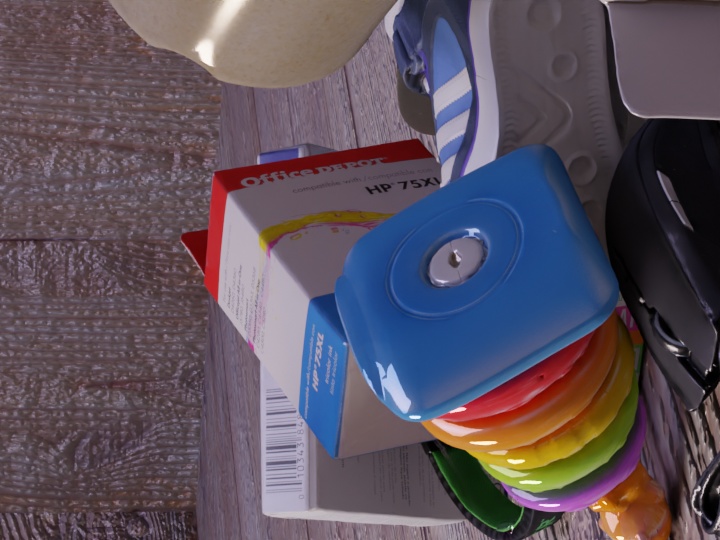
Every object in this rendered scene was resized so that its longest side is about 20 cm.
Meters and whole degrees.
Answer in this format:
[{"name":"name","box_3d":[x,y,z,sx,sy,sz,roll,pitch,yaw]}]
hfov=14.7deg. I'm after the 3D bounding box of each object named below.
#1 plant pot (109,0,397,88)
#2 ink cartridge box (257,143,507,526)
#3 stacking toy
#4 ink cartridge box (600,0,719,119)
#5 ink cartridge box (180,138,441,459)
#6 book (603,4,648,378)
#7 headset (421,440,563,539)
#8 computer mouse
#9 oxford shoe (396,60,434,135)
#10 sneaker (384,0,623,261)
[{"name":"plant pot","box_3d":[-0.024,-0.183,1.152,0.184,0.199,0.201,122,151,-46]},{"name":"ink cartridge box","box_3d":[0.013,0.041,1.555,0.199,0.040,0.201,12,-105,-55]},{"name":"stacking toy","box_3d":[0.081,0.057,1.174,0.200,0.109,0.116,54,-169,-40]},{"name":"ink cartridge box","box_3d":[0.127,-0.143,0.853,0.067,0.116,0.201,105,163,-55]},{"name":"ink cartridge box","box_3d":[0.000,0.000,1.342,0.200,0.115,0.068,-130,37,-48]},{"name":"book","box_3d":[0.102,-0.057,1.290,0.134,0.048,0.201,-127,35,-53]},{"name":"headset","box_3d":[0.041,0.051,1.468,0.123,0.093,0.201,-23,88,66]},{"name":"computer mouse","box_3d":[0.129,-0.006,1.103,0.141,0.046,0.201,98,169,-55]},{"name":"oxford shoe","box_3d":[0.047,-0.177,1.663,0.201,0.071,0.072,96,175,-46]},{"name":"sneaker","box_3d":[0.060,-0.069,1.244,0.147,0.080,0.201,-129,34,-64]}]
